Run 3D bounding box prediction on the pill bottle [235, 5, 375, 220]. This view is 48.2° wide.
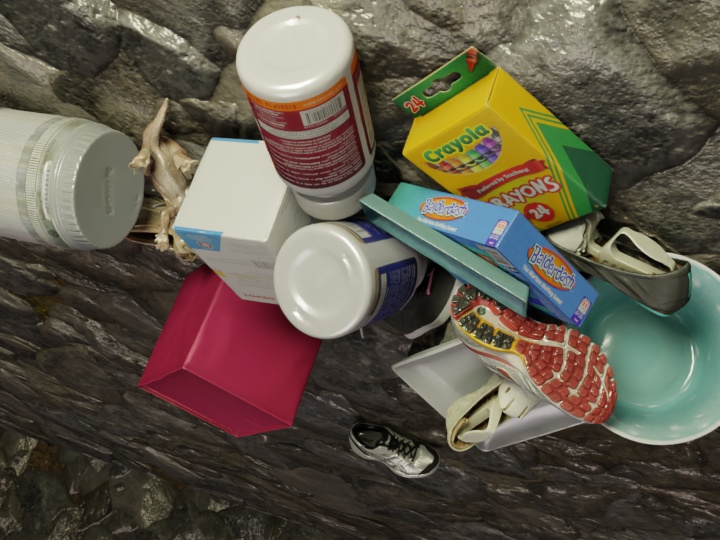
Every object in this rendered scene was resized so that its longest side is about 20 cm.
[{"bbox_3d":[-0.043,-0.143,0.782,0.108,0.111,0.201,11,151,17],"label":"pill bottle"}]

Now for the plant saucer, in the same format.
[{"bbox_3d":[0.087,-0.018,0.817,0.198,0.019,0.070,32,173,17],"label":"plant saucer"}]

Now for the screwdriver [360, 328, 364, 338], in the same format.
[{"bbox_3d":[-0.005,0.059,1.193,0.027,0.029,0.201,13,146,13],"label":"screwdriver"}]

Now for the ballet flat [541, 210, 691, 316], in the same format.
[{"bbox_3d":[0.252,-0.024,0.841,0.198,0.068,0.069,25,132,22],"label":"ballet flat"}]

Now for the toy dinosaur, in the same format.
[{"bbox_3d":[-0.233,-0.119,0.995,0.085,0.136,0.202,-18,122,-5],"label":"toy dinosaur"}]

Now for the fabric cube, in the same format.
[{"bbox_3d":[-0.193,0.120,1.250,0.195,0.202,0.199,32,150,-25],"label":"fabric cube"}]

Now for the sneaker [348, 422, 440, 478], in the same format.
[{"bbox_3d":[0.066,0.365,1.643,0.197,0.077,0.088,12,152,14],"label":"sneaker"}]

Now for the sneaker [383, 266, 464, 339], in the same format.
[{"bbox_3d":[0.064,0.027,1.054,0.098,0.072,0.200,26,152,-10],"label":"sneaker"}]

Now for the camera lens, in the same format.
[{"bbox_3d":[-0.394,-0.114,1.010,0.197,0.162,0.161,10,151,18],"label":"camera lens"}]

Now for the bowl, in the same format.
[{"bbox_3d":[0.320,0.090,0.897,0.197,0.204,0.105,13,171,13],"label":"bowl"}]

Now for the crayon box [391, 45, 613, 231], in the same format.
[{"bbox_3d":[0.132,-0.114,0.782,0.199,0.051,0.126,34,150,-23],"label":"crayon box"}]

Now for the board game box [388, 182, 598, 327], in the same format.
[{"bbox_3d":[0.132,-0.020,0.850,0.152,0.045,0.199,38,171,-33],"label":"board game box"}]

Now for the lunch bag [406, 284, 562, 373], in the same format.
[{"bbox_3d":[0.171,0.108,1.077,0.162,0.119,0.200,28,147,-12],"label":"lunch bag"}]

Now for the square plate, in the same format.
[{"bbox_3d":[0.171,0.138,0.984,0.197,0.029,0.200,-27,121,36],"label":"square plate"}]

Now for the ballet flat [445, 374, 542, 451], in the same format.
[{"bbox_3d":[0.168,0.157,0.938,0.067,0.063,0.200,29,135,-12],"label":"ballet flat"}]

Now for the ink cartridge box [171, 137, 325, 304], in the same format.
[{"bbox_3d":[-0.105,-0.046,0.966,0.127,0.127,0.200,8,156,24],"label":"ink cartridge box"}]

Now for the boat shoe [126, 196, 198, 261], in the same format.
[{"bbox_3d":[-0.239,-0.043,1.136,0.197,0.065,0.072,16,152,9],"label":"boat shoe"}]

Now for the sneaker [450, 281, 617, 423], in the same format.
[{"bbox_3d":[0.182,0.088,0.852,0.199,0.078,0.082,38,164,15],"label":"sneaker"}]

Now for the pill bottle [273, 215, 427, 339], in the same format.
[{"bbox_3d":[0.000,0.000,0.912,0.118,0.122,0.199,5,-171,26],"label":"pill bottle"}]
